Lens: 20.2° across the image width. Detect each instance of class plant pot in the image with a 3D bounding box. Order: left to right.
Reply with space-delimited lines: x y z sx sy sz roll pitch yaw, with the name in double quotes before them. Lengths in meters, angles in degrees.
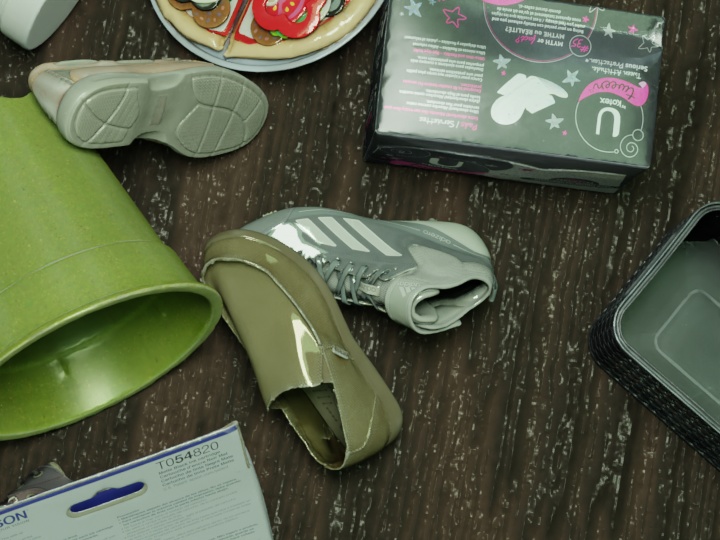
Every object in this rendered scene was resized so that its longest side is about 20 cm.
"plant pot" -0.223 -0.015 1.408 0.199 0.200 0.191 -25 71 -9

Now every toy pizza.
"toy pizza" -0.068 -0.245 1.497 0.198 0.032 0.202 -3 75 10

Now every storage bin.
"storage bin" 0.282 0.063 1.475 0.200 0.094 0.135 41 79 1

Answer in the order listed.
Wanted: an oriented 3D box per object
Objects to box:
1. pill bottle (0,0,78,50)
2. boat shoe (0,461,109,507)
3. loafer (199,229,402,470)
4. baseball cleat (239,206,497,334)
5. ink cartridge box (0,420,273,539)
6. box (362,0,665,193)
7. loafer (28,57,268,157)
"pill bottle" -0.294 -0.256 1.462 0.199 0.116 0.117 35 79 1
"boat shoe" -0.215 0.168 1.426 0.198 0.072 0.065 -5 76 -10
"loafer" -0.045 0.058 1.428 0.200 0.076 0.068 50 41 -11
"baseball cleat" 0.000 0.000 1.453 0.198 0.107 0.070 -4 120 -6
"ink cartridge box" -0.159 0.189 1.373 0.198 0.201 0.041 -18 44 -8
"box" 0.107 -0.128 1.470 0.198 0.132 0.116 8 83 -3
"loafer" -0.148 -0.125 1.439 0.063 0.199 0.072 39 114 31
